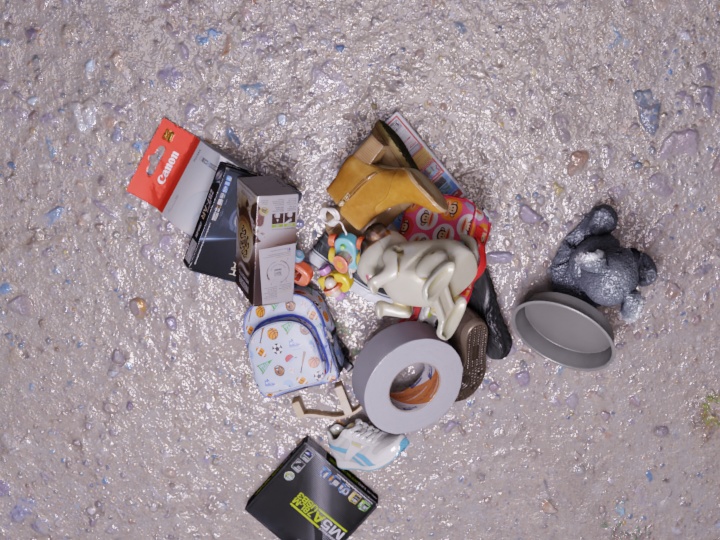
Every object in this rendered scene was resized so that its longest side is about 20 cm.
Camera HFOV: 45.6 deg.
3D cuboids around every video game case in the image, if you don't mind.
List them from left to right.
[{"bbox_3d":[0.080,-0.171,1.587,0.143,0.017,0.200,-41,98,9],"label":"video game case"}]

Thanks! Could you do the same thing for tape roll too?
[{"bbox_3d":[0.086,0.196,1.560,0.198,0.066,0.203,-10,119,-19],"label":"tape roll"}]

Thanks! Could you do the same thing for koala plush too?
[{"bbox_3d":[0.435,0.009,1.522,0.183,0.200,0.178,-40,99,9],"label":"koala plush"}]

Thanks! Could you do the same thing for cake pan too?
[{"bbox_3d":[0.375,0.110,1.568,0.199,0.200,0.037,36,61,-6],"label":"cake pan"}]

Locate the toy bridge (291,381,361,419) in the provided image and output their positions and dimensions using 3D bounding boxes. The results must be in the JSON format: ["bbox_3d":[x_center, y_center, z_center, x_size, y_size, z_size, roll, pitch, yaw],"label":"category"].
[{"bbox_3d":[-0.032,0.252,1.675,0.198,0.027,0.068,-20,103,6],"label":"toy bridge"}]

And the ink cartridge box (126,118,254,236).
[{"bbox_3d":[-0.318,-0.162,1.585,0.198,0.047,0.161,30,101,-6],"label":"ink cartridge box"}]

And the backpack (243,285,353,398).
[{"bbox_3d":[-0.133,0.130,1.596,0.197,0.154,0.193,-15,93,6],"label":"backpack"}]

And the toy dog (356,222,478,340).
[{"bbox_3d":[0.081,-0.009,1.420,0.198,0.140,0.195,18,68,35],"label":"toy dog"}]

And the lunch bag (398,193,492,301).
[{"bbox_3d":[0.147,-0.033,1.508,0.175,0.082,0.203,15,85,38],"label":"lunch bag"}]

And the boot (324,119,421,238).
[{"bbox_3d":[0.009,-0.146,1.542,0.199,0.066,0.176,-37,69,19],"label":"boot"}]

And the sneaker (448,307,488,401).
[{"bbox_3d":[0.198,0.157,1.631,0.070,0.076,0.202,-7,127,-22],"label":"sneaker"}]

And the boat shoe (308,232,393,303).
[{"bbox_3d":[0.000,0.000,1.598,0.198,0.072,0.071,30,103,-4],"label":"boat shoe"}]

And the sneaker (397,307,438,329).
[{"bbox_3d":[0.130,0.042,1.602,0.077,0.085,0.202,27,95,-45],"label":"sneaker"}]

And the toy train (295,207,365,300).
[{"bbox_3d":[-0.073,-0.014,1.532,0.150,0.056,0.200,38,133,-3],"label":"toy train"}]

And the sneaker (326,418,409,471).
[{"bbox_3d":[0.008,0.328,1.624,0.199,0.076,0.082,-17,102,45],"label":"sneaker"}]

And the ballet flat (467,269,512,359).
[{"bbox_3d":[0.237,0.073,1.627,0.066,0.057,0.203,-12,98,33],"label":"ballet flat"}]

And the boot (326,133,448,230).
[{"bbox_3d":[0.043,-0.122,1.471,0.201,0.071,0.145,44,111,17],"label":"boot"}]

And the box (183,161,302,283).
[{"bbox_3d":[-0.216,-0.079,1.567,0.159,0.044,0.202,17,103,-32],"label":"box"}]

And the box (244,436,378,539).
[{"bbox_3d":[-0.097,0.466,1.713,0.200,0.048,0.193,42,98,-6],"label":"box"}]

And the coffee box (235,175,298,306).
[{"bbox_3d":[-0.168,-0.053,1.509,0.079,0.113,0.203,-6,114,-25],"label":"coffee box"}]
